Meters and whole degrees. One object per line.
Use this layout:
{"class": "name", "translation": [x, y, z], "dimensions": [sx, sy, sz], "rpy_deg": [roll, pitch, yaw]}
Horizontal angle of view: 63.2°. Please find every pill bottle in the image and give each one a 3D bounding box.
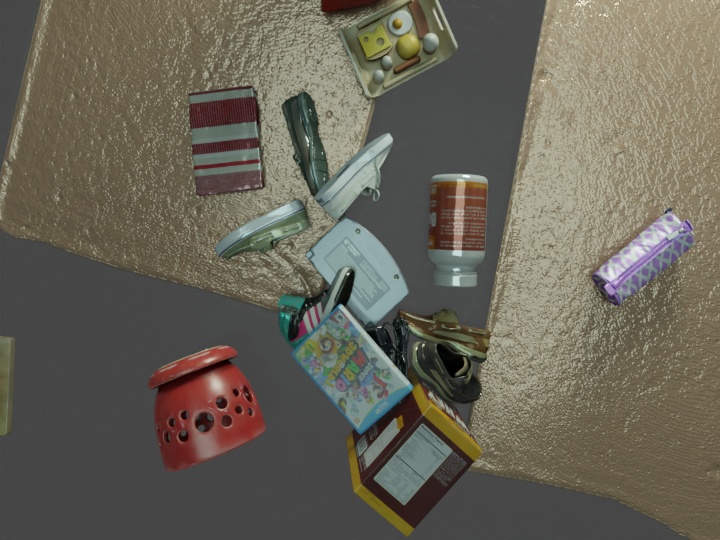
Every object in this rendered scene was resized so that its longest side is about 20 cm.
{"class": "pill bottle", "translation": [0.183, -0.075, 1.111], "dimensions": [0.109, 0.112, 0.207], "rpy_deg": [2, 93, 3]}

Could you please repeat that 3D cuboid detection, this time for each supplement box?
{"class": "supplement box", "translation": [0.090, 0.322, 1.084], "dimensions": [0.132, 0.197, 0.201], "rpy_deg": [41, 94, -11]}

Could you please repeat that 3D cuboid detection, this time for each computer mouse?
{"class": "computer mouse", "translation": [0.014, 0.161, 1.137], "dimensions": [0.195, 0.052, 0.143], "rpy_deg": [-2, 85, 31]}

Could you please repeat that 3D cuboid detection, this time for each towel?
{"class": "towel", "translation": [-0.268, -0.258, 1.170], "dimensions": [0.140, 0.023, 0.206], "rpy_deg": [-4, 91, 5]}

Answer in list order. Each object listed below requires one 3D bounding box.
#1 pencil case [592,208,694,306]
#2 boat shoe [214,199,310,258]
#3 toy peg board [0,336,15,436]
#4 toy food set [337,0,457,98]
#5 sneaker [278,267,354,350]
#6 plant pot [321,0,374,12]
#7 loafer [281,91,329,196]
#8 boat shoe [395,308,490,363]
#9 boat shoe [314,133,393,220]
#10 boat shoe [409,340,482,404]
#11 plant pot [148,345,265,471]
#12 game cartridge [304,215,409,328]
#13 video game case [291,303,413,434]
{"class": "pencil case", "translation": [0.537, -0.020, 1.111], "dimensions": [0.199, 0.085, 0.084], "rpy_deg": [-42, 89, 5]}
{"class": "boat shoe", "translation": [-0.191, -0.069, 1.150], "dimensions": [0.196, 0.072, 0.063], "rpy_deg": [-28, 89, 1]}
{"class": "toy peg board", "translation": [-0.823, 0.235, 1.182], "dimensions": [0.194, 0.098, 0.206], "rpy_deg": [5, 93, 2]}
{"class": "toy food set", "translation": [0.070, -0.443, 1.124], "dimensions": [0.196, 0.060, 0.146], "rpy_deg": [-26, 92, 3]}
{"class": "sneaker", "translation": [-0.096, 0.066, 1.134], "dimensions": [0.119, 0.083, 0.204], "rpy_deg": [29, 101, 16]}
{"class": "plant pot", "translation": [0.016, -0.605, 1.046], "dimensions": [0.171, 0.200, 0.206], "rpy_deg": [0, 82, -6]}
{"class": "loafer", "translation": [-0.108, -0.241, 1.147], "dimensions": [0.061, 0.072, 0.206], "rpy_deg": [-11, 88, 22]}
{"class": "boat shoe", "translation": [0.164, 0.112, 1.146], "dimensions": [0.196, 0.076, 0.076], "rpy_deg": [23, 88, -7]}
{"class": "boat shoe", "translation": [0.006, -0.172, 1.124], "dimensions": [0.202, 0.074, 0.087], "rpy_deg": [-48, 112, -21]}
{"class": "boat shoe", "translation": [0.175, 0.196, 1.104], "dimensions": [0.198, 0.072, 0.076], "rpy_deg": [34, 52, -33]}
{"class": "plant pot", "translation": [-0.299, 0.255, 1.112], "dimensions": [0.196, 0.200, 0.187], "rpy_deg": [-22, 84, 4]}
{"class": "game cartridge", "translation": [0.000, 0.000, 1.162], "dimensions": [0.133, 0.042, 0.201], "rpy_deg": [-41, 90, 0]}
{"class": "video game case", "translation": [-0.018, 0.183, 1.078], "dimensions": [0.143, 0.018, 0.201], "rpy_deg": [-43, 88, 20]}
